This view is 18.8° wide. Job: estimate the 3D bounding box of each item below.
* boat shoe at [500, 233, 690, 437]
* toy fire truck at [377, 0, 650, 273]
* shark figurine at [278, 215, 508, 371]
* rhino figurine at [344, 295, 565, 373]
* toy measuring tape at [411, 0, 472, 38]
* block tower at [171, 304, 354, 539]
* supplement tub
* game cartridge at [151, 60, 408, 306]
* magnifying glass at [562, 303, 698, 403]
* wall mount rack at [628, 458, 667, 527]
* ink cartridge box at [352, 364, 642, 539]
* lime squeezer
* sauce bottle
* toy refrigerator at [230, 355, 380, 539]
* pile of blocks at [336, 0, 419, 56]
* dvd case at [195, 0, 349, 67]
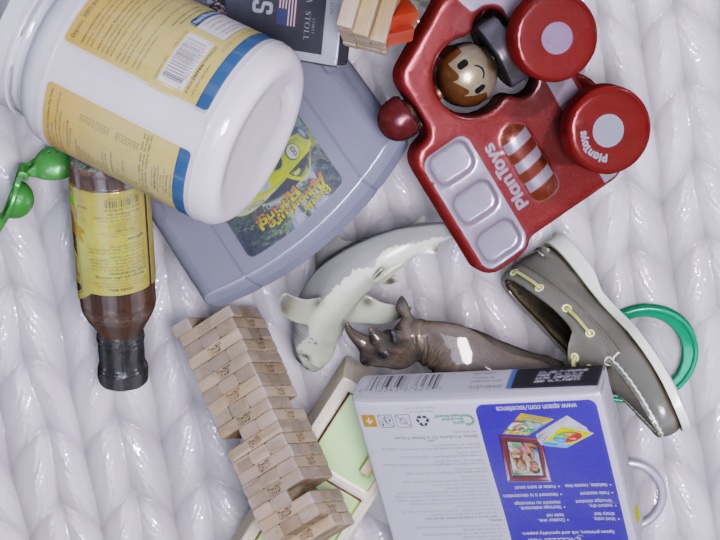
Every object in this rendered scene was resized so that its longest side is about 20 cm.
[{"bbox_3d":[0.180,0.058,1.664,0.060,0.202,0.072,-29,144,-8],"label":"boat shoe"},{"bbox_3d":[0.105,-0.118,1.627,0.168,0.112,0.200,-36,109,-7],"label":"toy fire truck"},{"bbox_3d":[0.008,-0.015,1.698,0.214,0.090,0.128,-34,143,16],"label":"shark figurine"},{"bbox_3d":[0.080,0.077,1.693,0.199,0.060,0.088,23,138,-5],"label":"rhino figurine"},{"bbox_3d":[0.020,-0.201,1.658,0.199,0.074,0.074,15,104,-1],"label":"toy measuring tape"},{"bbox_3d":[-0.076,0.119,1.700,0.058,0.054,0.201,-32,74,21],"label":"block tower"},{"bbox_3d":[-0.158,-0.136,1.599,0.199,0.145,0.145,27,104,13],"label":"supplement tub"},{"bbox_3d":[-0.066,-0.071,1.676,0.200,0.041,0.133,-40,68,10],"label":"game cartridge"},{"bbox_3d":[0.174,0.085,1.750,0.199,0.022,0.080,-20,103,5],"label":"magnifying glass"},{"bbox_3d":[0.152,0.225,1.756,0.199,0.075,0.175,-6,106,5],"label":"wall mount rack"},{"bbox_3d":[0.111,0.167,1.671,0.197,0.047,0.201,-4,123,20],"label":"ink cartridge box"},{"bbox_3d":[-0.251,-0.057,1.726,0.200,0.038,0.071,-32,132,8],"label":"lime squeezer"},{"bbox_3d":[-0.192,-0.001,1.706,0.064,0.065,0.201,0,115,2],"label":"sauce bottle"},{"bbox_3d":[-0.032,0.177,1.752,0.076,0.070,0.200,31,102,-5],"label":"toy refrigerator"},{"bbox_3d":[0.041,-0.241,1.597,0.062,0.082,0.201,15,59,7],"label":"pile of blocks"},{"bbox_3d":[-0.095,-0.242,1.637,0.199,0.025,0.151,12,105,24],"label":"dvd case"}]
